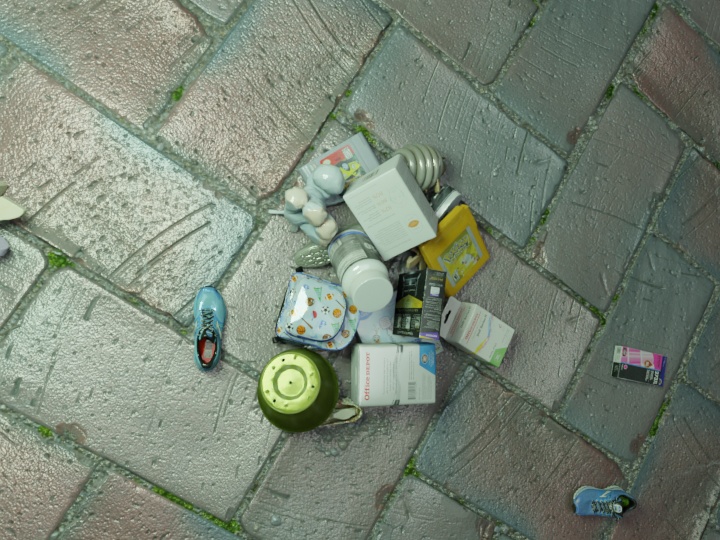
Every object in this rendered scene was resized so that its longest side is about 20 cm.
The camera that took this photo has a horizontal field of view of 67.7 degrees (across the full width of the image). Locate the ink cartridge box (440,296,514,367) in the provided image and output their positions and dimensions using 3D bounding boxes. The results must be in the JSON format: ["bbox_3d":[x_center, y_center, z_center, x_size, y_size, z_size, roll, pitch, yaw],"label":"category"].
[{"bbox_3d":[0.305,0.162,1.429,0.199,0.067,0.118,31,79,-26],"label":"ink cartridge box"}]

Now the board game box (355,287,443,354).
[{"bbox_3d":[0.091,0.160,1.400,0.199,0.043,0.200,-24,94,-16],"label":"board game box"}]

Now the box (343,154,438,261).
[{"bbox_3d":[0.079,-0.153,1.326,0.152,0.107,0.201,-25,112,23],"label":"box"}]

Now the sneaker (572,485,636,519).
[{"bbox_3d":[0.695,0.660,1.528,0.199,0.089,0.079,-3,87,-16],"label":"sneaker"}]

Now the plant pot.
[{"bbox_3d":[-0.149,0.262,1.218,0.199,0.193,0.202,1,72,-2],"label":"plant pot"}]

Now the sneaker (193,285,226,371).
[{"bbox_3d":[-0.349,0.136,1.248,0.078,0.090,0.202,-1,86,-16],"label":"sneaker"}]

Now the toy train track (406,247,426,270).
[{"bbox_3d":[0.189,-0.070,1.435,0.200,0.115,0.032,-34,55,-27],"label":"toy train track"}]

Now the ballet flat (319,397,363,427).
[{"bbox_3d":[-0.085,0.353,1.329,0.199,0.064,0.076,-8,90,-16],"label":"ballet flat"}]

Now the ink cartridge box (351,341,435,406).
[{"bbox_3d":[0.080,0.252,1.326,0.199,0.086,0.148,1,87,-14],"label":"ink cartridge box"}]

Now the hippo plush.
[{"bbox_3d":[-0.095,-0.165,1.291,0.159,0.200,0.161,43,70,-11],"label":"hippo plush"}]

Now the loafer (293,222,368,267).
[{"bbox_3d":[-0.074,-0.065,1.356,0.199,0.070,0.070,-20,127,-5],"label":"loafer"}]

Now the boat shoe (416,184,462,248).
[{"bbox_3d":[0.183,-0.146,1.434,0.068,0.072,0.200,40,91,23],"label":"boat shoe"}]

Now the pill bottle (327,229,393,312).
[{"bbox_3d":[0.000,0.000,1.254,0.113,0.200,0.114,-10,127,-14],"label":"pill bottle"}]

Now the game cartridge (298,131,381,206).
[{"bbox_3d":[-0.044,-0.254,1.387,0.199,0.041,0.134,-35,101,-15],"label":"game cartridge"}]

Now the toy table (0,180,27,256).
[{"bbox_3d":[-0.801,-0.129,1.094,0.199,0.184,0.117,31,95,-25],"label":"toy table"}]

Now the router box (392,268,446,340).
[{"bbox_3d":[0.138,0.083,1.292,0.052,0.200,0.158,9,84,-14],"label":"router box"}]

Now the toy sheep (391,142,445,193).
[{"bbox_3d":[0.142,-0.263,1.394,0.199,0.138,0.139,-11,90,-35],"label":"toy sheep"}]

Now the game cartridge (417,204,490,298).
[{"bbox_3d":[0.252,-0.051,1.419,0.176,0.032,0.200,-45,129,-14],"label":"game cartridge"}]

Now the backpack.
[{"bbox_3d":[-0.095,0.104,1.285,0.189,0.154,0.201,17,83,-10],"label":"backpack"}]

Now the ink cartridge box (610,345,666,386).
[{"bbox_3d":[0.853,0.291,1.623,0.199,0.037,0.095,13,84,-17],"label":"ink cartridge box"}]
